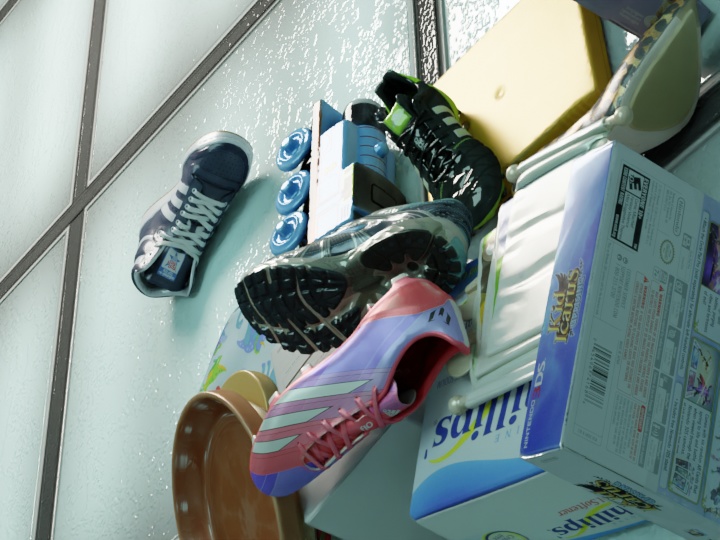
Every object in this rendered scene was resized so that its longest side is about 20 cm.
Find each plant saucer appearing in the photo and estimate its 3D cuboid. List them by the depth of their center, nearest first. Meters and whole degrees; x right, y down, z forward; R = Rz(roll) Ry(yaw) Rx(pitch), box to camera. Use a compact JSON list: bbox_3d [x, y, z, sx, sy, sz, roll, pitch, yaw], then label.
[{"bbox_3d":[-0.090,0.190,1.512,0.200,0.032,0.202,29,124,56],"label":"plant saucer"}]

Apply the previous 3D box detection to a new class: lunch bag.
[{"bbox_3d":[-0.065,0.107,1.700,0.199,0.082,0.162,-8,59,57],"label":"lunch bag"}]

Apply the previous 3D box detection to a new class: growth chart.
[{"bbox_3d":[0.115,-0.005,1.333,0.144,0.018,0.202,-22,48,53],"label":"growth chart"}]

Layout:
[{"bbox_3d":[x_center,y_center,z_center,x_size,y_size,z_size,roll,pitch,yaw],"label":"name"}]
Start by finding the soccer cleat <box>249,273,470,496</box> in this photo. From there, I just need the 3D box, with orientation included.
[{"bbox_3d":[-0.003,0.091,1.371,0.200,0.066,0.077,-48,44,15],"label":"soccer cleat"}]

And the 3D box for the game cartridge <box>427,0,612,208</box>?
[{"bbox_3d":[0.126,-0.140,1.643,0.200,0.032,0.177,-41,35,32],"label":"game cartridge"}]

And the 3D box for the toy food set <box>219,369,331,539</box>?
[{"bbox_3d":[-0.086,0.198,1.593,0.200,0.048,0.199,53,135,37],"label":"toy food set"}]

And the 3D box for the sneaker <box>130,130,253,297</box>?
[{"bbox_3d":[-0.173,-0.049,2.034,0.200,0.070,0.109,-47,26,42],"label":"sneaker"}]

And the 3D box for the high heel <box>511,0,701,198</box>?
[{"bbox_3d":[0.177,-0.121,1.484,0.142,0.071,0.202,34,105,56],"label":"high heel"}]

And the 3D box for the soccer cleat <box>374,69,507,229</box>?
[{"bbox_3d":[0.059,-0.097,1.599,0.068,0.081,0.200,-53,29,17],"label":"soccer cleat"}]

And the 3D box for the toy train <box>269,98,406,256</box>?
[{"bbox_3d":[-0.016,-0.071,1.775,0.114,0.086,0.201,-31,38,31],"label":"toy train"}]

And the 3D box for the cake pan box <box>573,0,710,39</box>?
[{"bbox_3d":[0.149,-0.253,1.514,0.053,0.199,0.184,-57,25,15],"label":"cake pan box"}]

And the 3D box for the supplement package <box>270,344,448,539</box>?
[{"bbox_3d":[0.023,0.106,1.505,0.120,0.121,0.201,-50,31,24],"label":"supplement package"}]

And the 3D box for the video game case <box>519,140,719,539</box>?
[{"bbox_3d":[0.190,0.051,1.198,0.045,0.180,0.202,-23,47,53],"label":"video game case"}]

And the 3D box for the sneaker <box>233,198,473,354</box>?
[{"bbox_3d":[0.000,0.000,1.465,0.198,0.078,0.086,-15,23,29],"label":"sneaker"}]

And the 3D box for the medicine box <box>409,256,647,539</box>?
[{"bbox_3d":[0.137,0.077,1.353,0.182,0.102,0.202,-29,42,47],"label":"medicine box"}]
